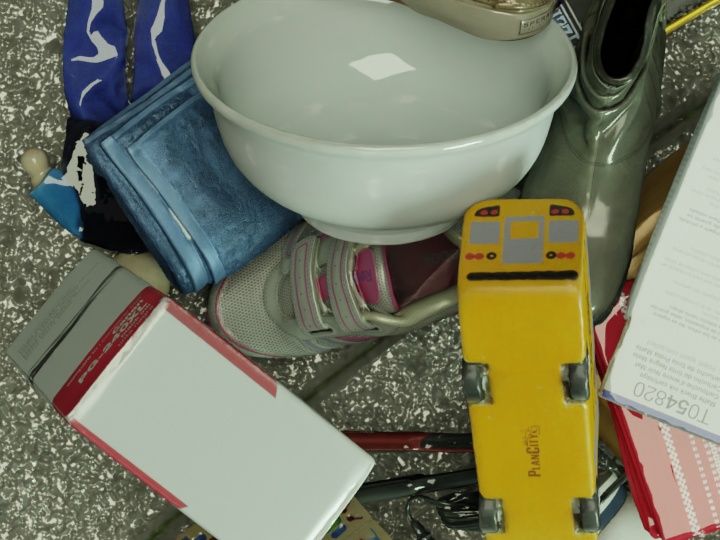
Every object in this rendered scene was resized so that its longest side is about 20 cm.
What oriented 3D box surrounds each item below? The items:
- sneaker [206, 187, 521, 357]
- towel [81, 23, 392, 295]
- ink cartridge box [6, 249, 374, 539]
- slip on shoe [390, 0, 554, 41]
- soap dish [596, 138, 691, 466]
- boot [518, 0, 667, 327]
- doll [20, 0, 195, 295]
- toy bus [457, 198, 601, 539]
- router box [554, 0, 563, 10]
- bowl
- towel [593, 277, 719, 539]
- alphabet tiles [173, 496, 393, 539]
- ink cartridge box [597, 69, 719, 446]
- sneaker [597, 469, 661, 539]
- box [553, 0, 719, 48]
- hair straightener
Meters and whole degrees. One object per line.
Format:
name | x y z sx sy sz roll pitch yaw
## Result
sneaker | 0.000 0.000 1.364 0.199 0.088 0.082 -18 89 17
towel | -0.049 -0.084 1.368 0.200 0.049 0.112 -38 100 -16
ink cartridge box | -0.095 0.071 1.295 0.145 0.200 0.083 39 86 -18
slip on shoe | 0.016 -0.180 1.309 0.200 0.076 0.061 24 130 32
soap dish | 0.199 0.018 1.372 0.200 0.081 0.157 -40 89 6
boot | 0.125 -0.080 1.286 0.067 0.131 0.201 12 71 6
doll | -0.125 -0.074 1.393 0.136 0.048 0.201 1 90 -8
toy bus | 0.090 0.060 1.272 0.065 0.200 0.078 -1 46 8
router box | 0.085 -0.266 1.339 0.200 0.052 0.157 43 98 1
bowl | 0.012 -0.076 1.285 0.200 0.201 0.091 0 122 -1
towel | 0.229 0.052 1.320 0.199 0.022 0.145 -19 90 4
alphabet tiles | -0.061 0.207 1.326 0.200 0.006 0.166 -37 57 -12
ink cartridge box | 0.250 0.009 1.287 0.199 0.041 0.201 23 92 3
sneaker | 0.102 0.209 1.386 0.080 0.076 0.200 43 90 -10
box | 0.096 -0.203 1.399 0.159 0.049 0.200 -30 90 1
hair straightener | 0.052 0.128 1.378 0.199 0.041 0.077 -3 91 13
